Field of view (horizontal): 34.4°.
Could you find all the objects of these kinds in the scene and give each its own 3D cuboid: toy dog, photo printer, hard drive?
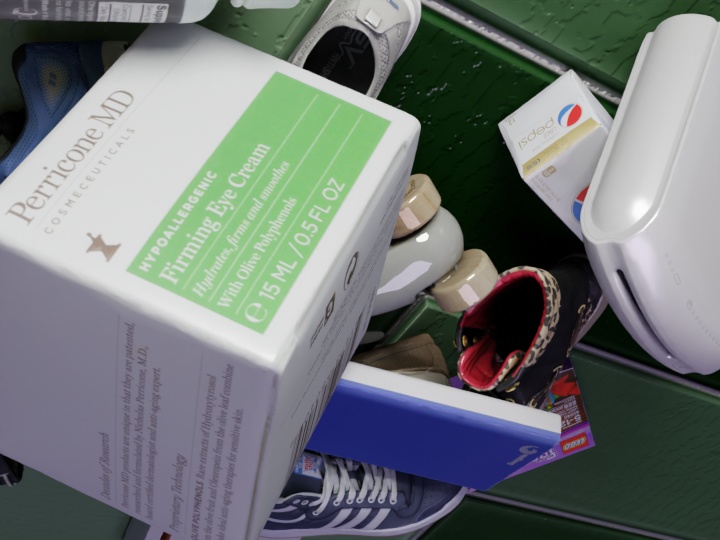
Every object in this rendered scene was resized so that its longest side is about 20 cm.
[{"bbox_3d":[0.000,0.000,0.848,0.197,0.097,0.134,-10,111,8],"label":"toy dog"},{"bbox_3d":[0.221,-0.043,0.786,0.069,0.202,0.167,0,144,41],"label":"photo printer"},{"bbox_3d":[0.031,0.117,0.868,0.197,0.026,0.132,16,149,-15],"label":"hard drive"}]

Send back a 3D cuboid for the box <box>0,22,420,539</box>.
[{"bbox_3d":[-0.089,0.009,0.653,0.169,0.200,0.202,23,138,8],"label":"box"}]

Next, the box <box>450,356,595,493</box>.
[{"bbox_3d":[0.110,0.147,1.071,0.197,0.039,0.138,-22,138,5],"label":"box"}]

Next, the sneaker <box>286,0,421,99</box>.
[{"bbox_3d":[-0.037,-0.096,0.724,0.074,0.082,0.201,30,119,0],"label":"sneaker"}]

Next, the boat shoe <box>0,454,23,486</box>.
[{"bbox_3d":[-0.290,0.105,0.879,0.059,0.077,0.201,-3,148,-13],"label":"boat shoe"}]

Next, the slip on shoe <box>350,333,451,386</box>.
[{"bbox_3d":[-0.024,0.100,0.964,0.197,0.061,0.076,-14,156,1],"label":"slip on shoe"}]

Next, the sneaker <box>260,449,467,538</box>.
[{"bbox_3d":[-0.010,0.168,0.941,0.196,0.071,0.109,-8,148,1],"label":"sneaker"}]

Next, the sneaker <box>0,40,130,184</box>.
[{"bbox_3d":[-0.197,-0.062,0.740,0.088,0.079,0.202,9,126,-11],"label":"sneaker"}]

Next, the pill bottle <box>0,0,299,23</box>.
[{"bbox_3d":[-0.129,-0.185,0.592,0.196,0.114,0.114,-3,136,-15],"label":"pill bottle"}]

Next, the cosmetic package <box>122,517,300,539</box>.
[{"bbox_3d":[-0.122,0.215,1.059,0.149,0.052,0.201,6,133,-26],"label":"cosmetic package"}]

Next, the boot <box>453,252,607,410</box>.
[{"bbox_3d":[0.112,0.073,0.904,0.201,0.073,0.150,-55,159,16],"label":"boot"}]

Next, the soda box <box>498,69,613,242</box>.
[{"bbox_3d":[0.186,-0.056,0.864,0.068,0.064,0.199,-34,134,19],"label":"soda box"}]

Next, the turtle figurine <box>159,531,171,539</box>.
[{"bbox_3d":[-0.144,0.093,0.847,0.161,0.202,0.064,39,145,-18],"label":"turtle figurine"}]
